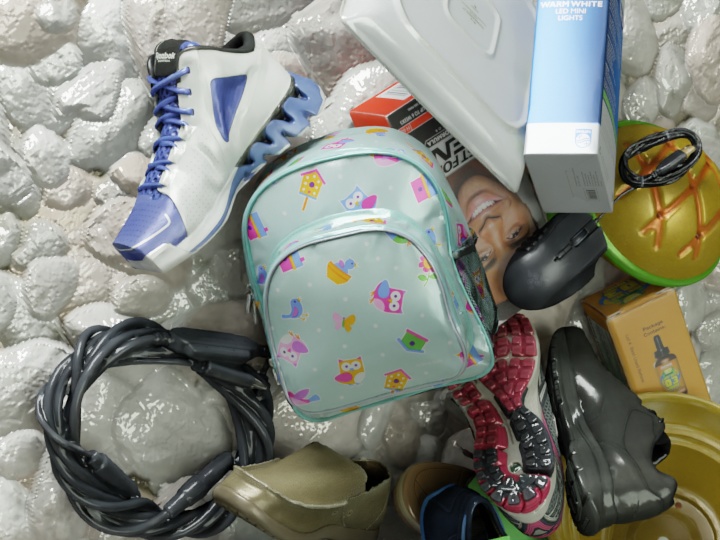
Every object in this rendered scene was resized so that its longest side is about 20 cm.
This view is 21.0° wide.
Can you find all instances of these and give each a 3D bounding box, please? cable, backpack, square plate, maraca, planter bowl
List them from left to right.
[{"bbox_3d":[-0.154,0.120,1.439,0.199,0.051,0.165,7,99,-35],"label":"cable"},{"bbox_3d":[0.000,0.000,1.432,0.174,0.153,0.202,-15,99,12],"label":"backpack"},{"bbox_3d":[0.075,-0.189,1.461,0.200,0.028,0.199,43,41,-26],"label":"square plate"},{"bbox_3d":[0.222,-0.063,1.586,0.199,0.107,0.138,22,62,-24],"label":"maraca"},{"bbox_3d":[0.248,0.207,1.580,0.200,0.200,0.084,-42,152,-17],"label":"planter bowl"}]

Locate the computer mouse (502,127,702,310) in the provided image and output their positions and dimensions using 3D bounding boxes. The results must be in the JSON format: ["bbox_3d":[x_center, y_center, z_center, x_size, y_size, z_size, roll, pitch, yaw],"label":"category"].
[{"bbox_3d":[0.191,-0.042,1.517,0.200,0.034,0.059,-43,89,-6],"label":"computer mouse"}]

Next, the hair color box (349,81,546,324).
[{"bbox_3d":[0.079,-0.059,1.530,0.101,0.061,0.201,-34,113,-22],"label":"hair color box"}]

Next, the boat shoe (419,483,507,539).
[{"bbox_3d":[0.099,0.263,1.483,0.084,0.068,0.201,-31,101,-28],"label":"boat shoe"}]

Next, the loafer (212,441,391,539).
[{"bbox_3d":[-0.041,0.164,1.461,0.200,0.076,0.068,18,96,-62],"label":"loafer"}]

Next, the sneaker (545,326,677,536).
[{"bbox_3d":[0.197,0.125,1.545,0.090,0.201,0.076,-6,138,-4],"label":"sneaker"}]

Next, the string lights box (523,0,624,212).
[{"bbox_3d":[0.168,-0.156,1.498,0.103,0.058,0.202,61,32,-62],"label":"string lights box"}]

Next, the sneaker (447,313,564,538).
[{"bbox_3d":[0.115,0.119,1.530,0.080,0.201,0.075,-16,138,13],"label":"sneaker"}]

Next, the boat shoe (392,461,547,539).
[{"bbox_3d":[0.092,0.212,1.574,0.199,0.064,0.072,30,61,-34],"label":"boat shoe"}]

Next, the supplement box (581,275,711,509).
[{"bbox_3d":[0.255,0.104,1.649,0.066,0.069,0.201,-24,112,-8],"label":"supplement box"}]

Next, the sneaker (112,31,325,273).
[{"bbox_3d":[-0.126,-0.101,1.404,0.115,0.080,0.200,49,67,-23],"label":"sneaker"}]

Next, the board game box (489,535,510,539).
[{"bbox_3d":[0.068,0.303,1.439,0.133,0.029,0.201,-13,111,1],"label":"board game box"}]

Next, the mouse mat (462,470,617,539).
[{"bbox_3d":[0.168,0.191,1.601,0.200,0.008,0.162,-40,107,-42],"label":"mouse mat"}]
